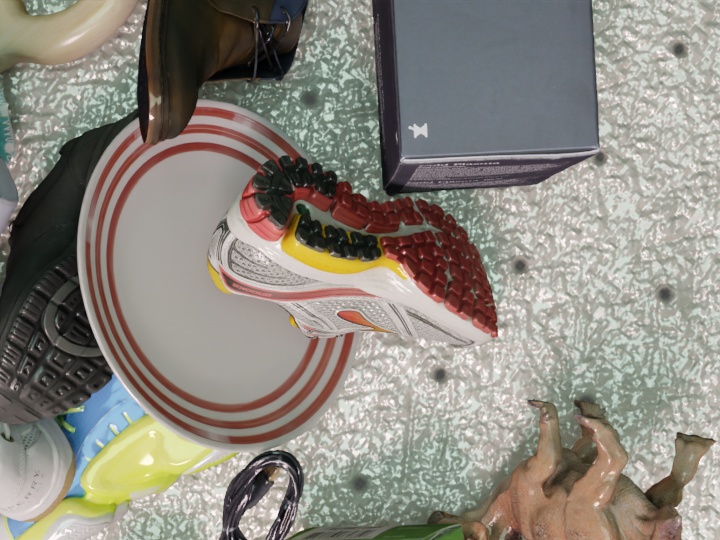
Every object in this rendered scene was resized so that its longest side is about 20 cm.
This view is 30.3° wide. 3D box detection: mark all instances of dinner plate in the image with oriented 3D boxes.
[{"bbox_3d":[-0.078,0.003,0.756,0.198,0.024,0.203,12,71,-40],"label":"dinner plate"}]

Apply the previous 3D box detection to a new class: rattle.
[{"bbox_3d":[-0.210,-0.162,0.749,0.130,0.143,0.200,42,88,1],"label":"rattle"}]

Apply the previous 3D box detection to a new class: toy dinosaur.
[{"bbox_3d":[0.126,0.148,0.748,0.085,0.199,0.138,10,90,-30],"label":"toy dinosaur"}]

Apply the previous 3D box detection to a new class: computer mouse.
[{"bbox_3d":[-0.100,0.173,0.774,0.059,0.034,0.200,44,108,-3],"label":"computer mouse"}]

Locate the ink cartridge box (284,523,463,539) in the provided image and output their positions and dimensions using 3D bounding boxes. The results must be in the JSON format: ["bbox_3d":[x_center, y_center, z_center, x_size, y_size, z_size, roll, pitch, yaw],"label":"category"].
[{"bbox_3d":[0.012,0.252,0.768,0.102,0.059,0.203,-7,88,26],"label":"ink cartridge box"}]

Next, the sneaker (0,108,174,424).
[{"bbox_3d":[-0.166,-0.001,0.754,0.090,0.076,0.202,-5,49,36],"label":"sneaker"}]

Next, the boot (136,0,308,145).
[{"bbox_3d":[-0.072,-0.137,0.742,0.095,0.202,0.075,9,133,-9],"label":"boot"}]

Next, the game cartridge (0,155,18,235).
[{"bbox_3d":[-0.261,-0.036,0.736,0.199,0.041,0.134,35,101,43],"label":"game cartridge"}]

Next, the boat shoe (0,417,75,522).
[{"bbox_3d":[-0.237,0.056,0.748,0.200,0.069,0.071,40,91,28],"label":"boat shoe"}]

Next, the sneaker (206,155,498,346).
[{"bbox_3d":[0.000,0.000,0.762,0.198,0.082,0.079,22,44,-33],"label":"sneaker"}]

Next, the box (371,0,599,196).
[{"bbox_3d":[0.060,-0.151,0.733,0.102,0.182,0.203,-3,90,-1],"label":"box"}]

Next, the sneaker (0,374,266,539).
[{"bbox_3d":[-0.156,0.094,0.783,0.198,0.076,0.106,-28,86,-9],"label":"sneaker"}]
